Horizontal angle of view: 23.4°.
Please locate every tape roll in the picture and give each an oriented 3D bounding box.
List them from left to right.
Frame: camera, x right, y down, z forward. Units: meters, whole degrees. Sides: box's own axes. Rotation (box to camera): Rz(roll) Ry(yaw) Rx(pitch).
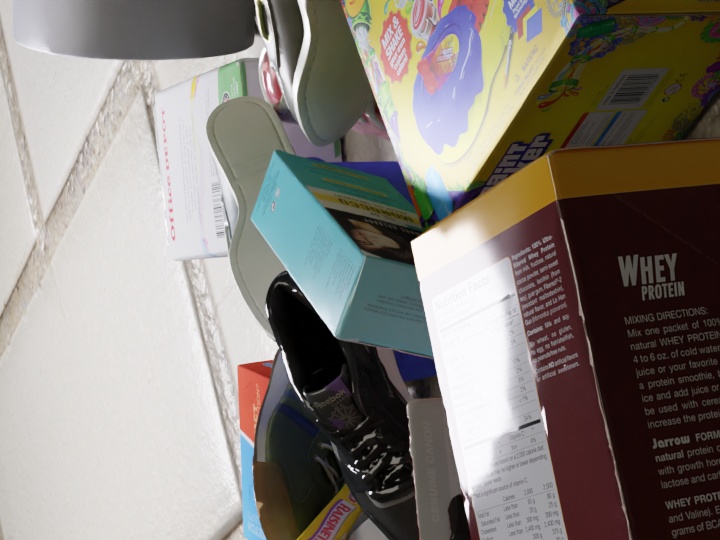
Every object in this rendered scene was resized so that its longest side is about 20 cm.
[{"bbox_3d":[-0.186,-0.221,1.432,0.200,0.199,0.067,30,122,60],"label":"tape roll"}]

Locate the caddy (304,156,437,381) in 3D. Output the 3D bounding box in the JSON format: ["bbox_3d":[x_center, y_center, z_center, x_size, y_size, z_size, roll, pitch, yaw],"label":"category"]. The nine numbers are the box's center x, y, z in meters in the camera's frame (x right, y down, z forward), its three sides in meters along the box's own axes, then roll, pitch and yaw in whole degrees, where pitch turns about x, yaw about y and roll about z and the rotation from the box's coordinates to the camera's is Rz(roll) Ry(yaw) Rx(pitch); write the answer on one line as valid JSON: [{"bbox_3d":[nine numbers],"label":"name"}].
[{"bbox_3d":[0.000,0.000,1.193,0.200,0.104,0.142,36,128,57],"label":"caddy"}]

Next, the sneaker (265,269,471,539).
[{"bbox_3d":[-0.002,0.091,1.032,0.076,0.088,0.201,-32,82,18],"label":"sneaker"}]

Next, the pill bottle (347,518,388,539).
[{"bbox_3d":[0.064,0.242,1.093,0.200,0.119,0.120,-128,40,-49],"label":"pill bottle"}]

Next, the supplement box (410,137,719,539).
[{"bbox_3d":[0.153,0.054,0.775,0.133,0.196,0.201,-32,67,62],"label":"supplement box"}]

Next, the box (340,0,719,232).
[{"bbox_3d":[0.095,-0.149,0.947,0.200,0.121,0.193,120,138,-51],"label":"box"}]

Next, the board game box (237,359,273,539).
[{"bbox_3d":[-0.041,0.163,1.391,0.200,0.040,0.154,14,107,63],"label":"board game box"}]

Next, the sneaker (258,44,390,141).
[{"bbox_3d":[-0.006,-0.123,1.186,0.200,0.104,0.076,31,121,58],"label":"sneaker"}]

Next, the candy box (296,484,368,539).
[{"bbox_3d":[-0.014,0.186,1.188,0.026,0.200,0.103,31,130,13],"label":"candy box"}]

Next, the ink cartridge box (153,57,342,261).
[{"bbox_3d":[-0.092,-0.086,1.393,0.200,0.087,0.146,-5,90,63],"label":"ink cartridge box"}]

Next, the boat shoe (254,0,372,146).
[{"bbox_3d":[-0.032,-0.164,1.087,0.060,0.072,0.202,38,151,30],"label":"boat shoe"}]

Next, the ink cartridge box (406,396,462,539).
[{"bbox_3d":[0.108,0.133,0.883,0.050,0.199,0.163,175,90,-65],"label":"ink cartridge box"}]

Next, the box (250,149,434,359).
[{"bbox_3d":[0.002,-0.011,1.005,0.200,0.082,0.049,-131,57,-63],"label":"box"}]

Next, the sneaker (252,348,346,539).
[{"bbox_3d":[-0.019,0.108,1.212,0.201,0.089,0.067,-83,-24,-58],"label":"sneaker"}]

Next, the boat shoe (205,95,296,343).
[{"bbox_3d":[-0.056,-0.025,1.161,0.062,0.072,0.201,80,173,-56],"label":"boat shoe"}]
